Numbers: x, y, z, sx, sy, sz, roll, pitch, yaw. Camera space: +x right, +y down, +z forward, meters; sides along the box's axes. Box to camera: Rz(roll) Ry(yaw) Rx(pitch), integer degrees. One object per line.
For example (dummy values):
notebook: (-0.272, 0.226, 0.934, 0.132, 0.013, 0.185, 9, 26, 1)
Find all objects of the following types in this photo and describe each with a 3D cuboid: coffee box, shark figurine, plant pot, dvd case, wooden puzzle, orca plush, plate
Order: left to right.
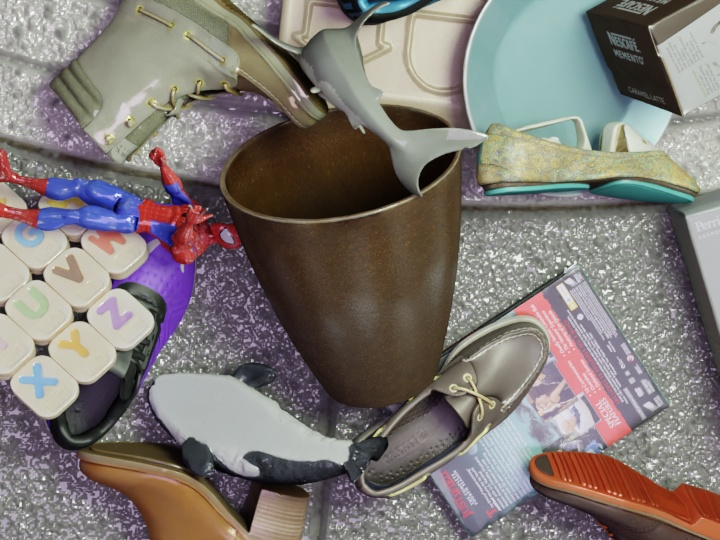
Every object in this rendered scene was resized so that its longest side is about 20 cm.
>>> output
orca plush: (-0.074, 0.135, 1.718, 0.200, 0.071, 0.105, 4, 59, 15)
plant pot: (0.000, 0.000, 1.674, 0.187, 0.187, 0.200, -13, 120, -4)
shark figurine: (0.004, -0.151, 1.573, 0.090, 0.214, 0.128, -48, 124, 7)
wooden puzzle: (0.030, -0.216, 1.714, 0.185, 0.046, 0.200, 6, 100, -5)
dvd case: (0.134, 0.107, 1.767, 0.200, 0.022, 0.146, -34, 98, -2)
plate: (0.168, -0.159, 1.718, 0.200, 0.026, 0.200, -5, 103, -24)
coffee box: (0.297, -0.208, 1.680, 0.200, 0.114, 0.080, -29, 110, -12)

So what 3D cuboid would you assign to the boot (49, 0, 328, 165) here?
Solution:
boot: (-0.135, -0.137, 1.669, 0.200, 0.072, 0.155, 42, 93, 20)

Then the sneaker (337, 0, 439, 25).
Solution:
sneaker: (0.077, -0.244, 1.647, 0.200, 0.082, 0.073, -31, 101, 1)

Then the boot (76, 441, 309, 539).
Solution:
boot: (-0.151, 0.229, 1.731, 0.200, 0.074, 0.155, 18, 98, -4)

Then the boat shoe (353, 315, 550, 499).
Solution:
boat shoe: (0.075, 0.113, 1.722, 0.200, 0.060, 0.072, -38, 97, 1)

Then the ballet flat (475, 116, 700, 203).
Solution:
ballet flat: (0.184, -0.089, 1.694, 0.200, 0.071, 0.071, 2, 96, -24)

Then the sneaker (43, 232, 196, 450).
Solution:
sneaker: (-0.186, 0.058, 1.693, 0.070, 0.100, 0.200, 27, 94, -9)

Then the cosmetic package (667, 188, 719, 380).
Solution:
cosmetic package: (0.332, 0.027, 1.743, 0.107, 0.090, 0.200, -20, 100, 1)

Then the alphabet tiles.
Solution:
alphabet tiles: (-0.266, 0.018, 1.666, 0.196, 0.015, 0.200, 41, 71, 20)

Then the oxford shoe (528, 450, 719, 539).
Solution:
oxford shoe: (0.221, 0.206, 1.755, 0.200, 0.071, 0.073, 20, 113, -14)

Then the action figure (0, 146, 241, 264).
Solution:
action figure: (-0.182, -0.060, 1.643, 0.200, 0.099, 0.065, 14, 54, -8)
